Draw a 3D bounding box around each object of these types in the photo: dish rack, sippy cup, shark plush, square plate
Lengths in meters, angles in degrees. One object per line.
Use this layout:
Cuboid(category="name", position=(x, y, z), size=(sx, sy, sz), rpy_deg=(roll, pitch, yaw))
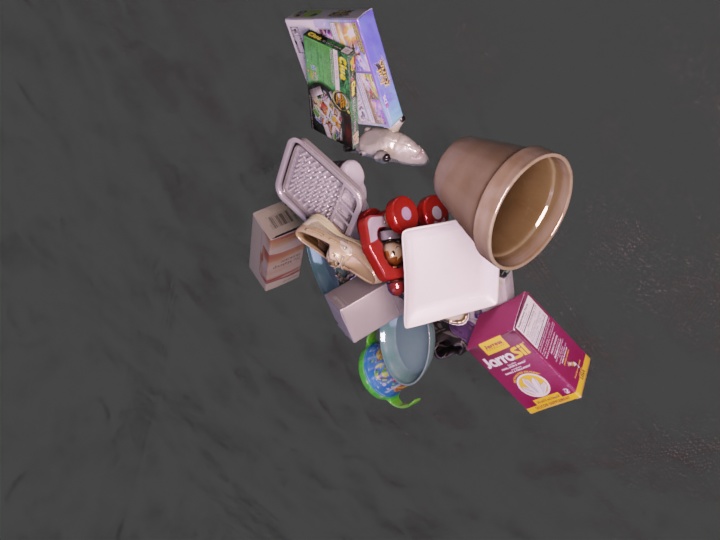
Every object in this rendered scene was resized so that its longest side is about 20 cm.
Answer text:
Cuboid(category="dish rack", position=(-0.075, -0.155, 1.578), size=(0.199, 0.043, 0.173), rpy_deg=(42, 142, 13))
Cuboid(category="sippy cup", position=(0.084, 0.216, 1.874), size=(0.178, 0.141, 0.130), rpy_deg=(43, 136, -17))
Cuboid(category="shark plush", position=(0.033, -0.216, 1.502), size=(0.197, 0.093, 0.083), rpy_deg=(-6, 154, 44))
Cuboid(category="square plate", position=(0.163, -0.006, 1.468), size=(0.029, 0.196, 0.202), rpy_deg=(-129, 31, -55))

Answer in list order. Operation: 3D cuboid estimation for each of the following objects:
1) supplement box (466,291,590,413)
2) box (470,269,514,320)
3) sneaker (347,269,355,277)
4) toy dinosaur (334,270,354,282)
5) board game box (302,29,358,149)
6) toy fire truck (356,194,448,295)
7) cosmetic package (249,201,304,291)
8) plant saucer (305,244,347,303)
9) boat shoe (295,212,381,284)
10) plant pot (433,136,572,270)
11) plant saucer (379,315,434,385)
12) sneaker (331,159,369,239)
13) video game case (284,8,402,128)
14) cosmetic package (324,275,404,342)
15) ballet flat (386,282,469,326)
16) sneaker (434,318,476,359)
Cuboid(category="supplement box", position=(0.321, 0.159, 1.537), size=(0.200, 0.104, 0.130), rpy_deg=(43, 138, -14))
Cuboid(category="box", position=(0.214, 0.032, 1.610), size=(0.197, 0.036, 0.146), rpy_deg=(18, 139, 32))
Cuboid(category="sneaker", position=(0.002, -0.021, 1.753), size=(0.073, 0.069, 0.204), rpy_deg=(-105, 3, -67))
Cuboid(category="toy dinosaur", position=(0.000, 0.000, 1.686), size=(0.048, 0.087, 0.203), rpy_deg=(53, 126, 45))
Cuboid(category="board game box", position=(-0.050, -0.316, 1.427), size=(0.104, 0.023, 0.202), rpy_deg=(33, 148, 26))
Cuboid(category="toy fire truck", position=(0.086, -0.043, 1.500), size=(0.111, 0.197, 0.172), rpy_deg=(-17, 82, 49))
Cuboid(category="cosmetic package", position=(-0.191, -0.056, 1.861), size=(0.088, 0.102, 0.201), rpy_deg=(54, 154, 24))
Cuboid(category="plant saucer", position=(-0.071, -0.019, 1.793), size=(0.202, 0.035, 0.201), rpy_deg=(90, 154, -49))
Cuboid(category="boat shoe", position=(-0.040, -0.031, 1.545), size=(0.199, 0.065, 0.073), rpy_deg=(39, 146, 19))
Cuboid(category="plant pot", position=(0.217, -0.129, 1.314), size=(0.173, 0.198, 0.203), rpy_deg=(38, 151, 39))
Cuboid(category="plant saucer", position=(0.106, 0.142, 1.732), size=(0.199, 0.035, 0.205), rpy_deg=(1, 91, 61))
Cuboid(category="sneaker", position=(-0.045, -0.142, 1.654), size=(0.112, 0.075, 0.204), rpy_deg=(20, 132, 33))
Cuboid(category="video game case", position=(-0.028, -0.355, 1.419), size=(0.179, 0.045, 0.203), rpy_deg=(17, 138, 41))
Cuboid(category="cosmetic package", position=(0.038, 0.049, 1.632), size=(0.107, 0.197, 0.092), rpy_deg=(33, 148, 62))
Cuboid(category="ballet flat", position=(0.137, 0.053, 1.573), size=(0.198, 0.074, 0.073), rpy_deg=(31, 152, -23))
Cuboid(category="sneaker", position=(0.165, 0.147, 1.738), size=(0.076, 0.088, 0.198), rpy_deg=(52, 146, -16))
